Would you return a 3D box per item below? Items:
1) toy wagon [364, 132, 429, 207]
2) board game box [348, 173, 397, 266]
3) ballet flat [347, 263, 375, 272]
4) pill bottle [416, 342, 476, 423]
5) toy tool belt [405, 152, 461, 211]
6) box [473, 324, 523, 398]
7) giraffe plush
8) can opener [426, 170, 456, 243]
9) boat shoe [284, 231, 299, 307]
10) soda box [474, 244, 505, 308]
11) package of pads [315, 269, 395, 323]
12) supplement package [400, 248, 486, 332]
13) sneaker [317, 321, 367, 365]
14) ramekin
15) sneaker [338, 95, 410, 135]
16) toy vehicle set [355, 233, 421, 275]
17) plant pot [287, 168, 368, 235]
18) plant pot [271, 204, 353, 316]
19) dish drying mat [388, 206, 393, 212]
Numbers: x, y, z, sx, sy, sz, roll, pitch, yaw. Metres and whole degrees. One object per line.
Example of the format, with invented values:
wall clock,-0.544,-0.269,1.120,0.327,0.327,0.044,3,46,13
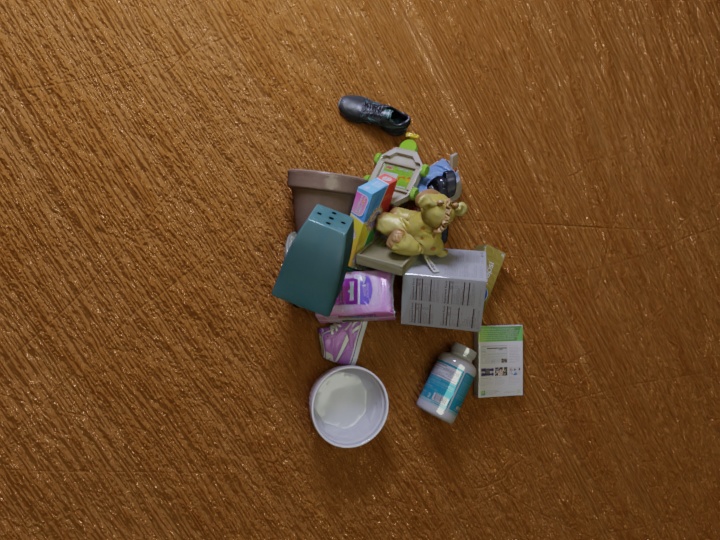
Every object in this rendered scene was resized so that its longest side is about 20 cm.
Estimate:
toy wagon,0.103,-0.264,1.506,0.155,0.040,0.201,20,78,28
board game box,0.017,-0.125,1.421,0.040,0.153,0.201,27,121,16
ballet flat,0.000,0.000,1.501,0.199,0.076,0.064,28,47,-20
pill bottle,0.238,0.296,1.541,0.110,0.111,0.201,30,81,-14
toy tool belt,0.185,-0.218,1.523,0.200,0.123,0.125,-42,66,-15
box,0.389,0.253,1.629,0.143,0.036,0.201,1,90,-17
giraffe plush,0.155,-0.121,1.371,0.172,0.163,0.200,-21,57,-44
can opener,0.206,-0.152,1.458,0.078,0.064,0.201,-8,123,-7
boat shoe,-0.159,0.000,1.452,0.074,0.062,0.201,0,74,-30
soda box,0.326,0.031,1.599,0.067,0.064,0.201,25,81,-15
package of pads,-0.011,0.063,1.433,0.199,0.076,0.121,-4,66,11
supplement package,0.210,0.043,1.457,0.199,0.152,0.151,5,120,9
sneaker,-0.046,0.137,1.480,0.114,0.073,0.202,15,85,-13
ramekin,-0.038,0.335,1.459,0.199,0.105,0.202,0,89,-16
sneaker,0.041,-0.417,1.514,0.199,0.079,0.076,14,85,-15
toy vehicle set,0.089,-0.056,1.450,0.200,0.124,0.027,-43,142,-50
plant pot,-0.089,-0.148,1.417,0.199,0.200,0.176,5,97,-17
plant pot,-0.092,-0.033,1.300,0.141,0.141,0.201,22,120,0
dish drying mat,0.007,-0.143,1.528,0.200,0.018,0.077,-39,99,-14
